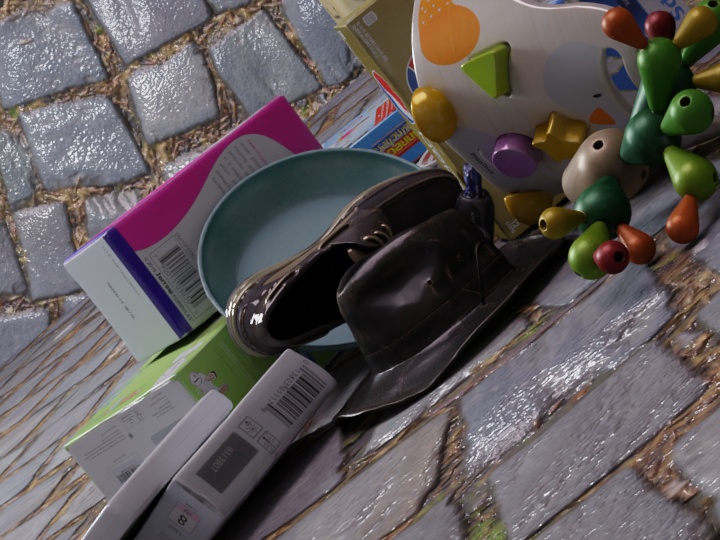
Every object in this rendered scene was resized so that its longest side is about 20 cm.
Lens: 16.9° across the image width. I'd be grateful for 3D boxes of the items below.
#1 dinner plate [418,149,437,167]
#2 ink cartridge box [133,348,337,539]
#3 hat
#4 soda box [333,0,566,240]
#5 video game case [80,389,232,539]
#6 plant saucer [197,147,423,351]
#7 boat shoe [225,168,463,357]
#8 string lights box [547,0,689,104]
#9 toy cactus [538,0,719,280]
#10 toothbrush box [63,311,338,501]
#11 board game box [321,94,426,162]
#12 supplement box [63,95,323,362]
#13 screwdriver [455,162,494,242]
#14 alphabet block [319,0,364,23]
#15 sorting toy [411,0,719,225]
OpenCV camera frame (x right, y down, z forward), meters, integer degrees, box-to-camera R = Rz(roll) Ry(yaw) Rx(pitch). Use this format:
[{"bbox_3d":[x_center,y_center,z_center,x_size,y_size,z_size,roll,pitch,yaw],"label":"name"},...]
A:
[{"bbox_3d":[0.137,-0.155,2.268,0.200,0.024,0.200,-38,8,7],"label":"dinner plate"},{"bbox_3d":[-0.108,0.162,1.661,0.163,0.057,0.200,-49,-8,-47],"label":"ink cartridge box"},{"bbox_3d":[0.038,0.012,1.617,0.200,0.081,0.201,-38,10,8],"label":"hat"},{"bbox_3d":[0.069,-0.118,1.759,0.064,0.200,0.068,-39,9,-4],"label":"soda box"},{"bbox_3d":[-0.170,0.183,1.622,0.182,0.024,0.200,-54,-2,25],"label":"video game case"},{"bbox_3d":[-0.021,-0.009,1.805,0.200,0.200,0.036,-44,-33,-27],"label":"plant saucer"},{"bbox_3d":[0.000,0.000,1.709,0.200,0.075,0.073,-38,19,-13],"label":"boat shoe"},{"bbox_3d":[0.162,-0.151,1.860,0.200,0.103,0.059,-43,8,-18],"label":"string lights box"},{"bbox_3d":[0.157,-0.074,1.452,0.165,0.102,0.201,142,147,-68],"label":"toy cactus"},{"bbox_3d":[-0.111,0.087,1.854,0.145,0.086,0.200,-33,11,39],"label":"toothbrush box"},{"bbox_3d":[0.014,-0.130,2.559,0.196,0.056,0.200,-38,8,9],"label":"board game box"},{"bbox_3d":[-0.117,-0.033,1.889,0.200,0.101,0.103,-40,6,-29],"label":"supplement box"},{"bbox_3d":[0.076,-0.091,1.696,0.029,0.201,0.028,15,32,37],"label":"screwdriver"},{"bbox_3d":[0.061,-0.358,3.062,0.195,0.200,0.196,-38,9,1],"label":"alphabet block"},{"bbox_3d":[0.145,-0.115,1.582,0.180,0.200,0.107,-10,48,51],"label":"sorting toy"}]
